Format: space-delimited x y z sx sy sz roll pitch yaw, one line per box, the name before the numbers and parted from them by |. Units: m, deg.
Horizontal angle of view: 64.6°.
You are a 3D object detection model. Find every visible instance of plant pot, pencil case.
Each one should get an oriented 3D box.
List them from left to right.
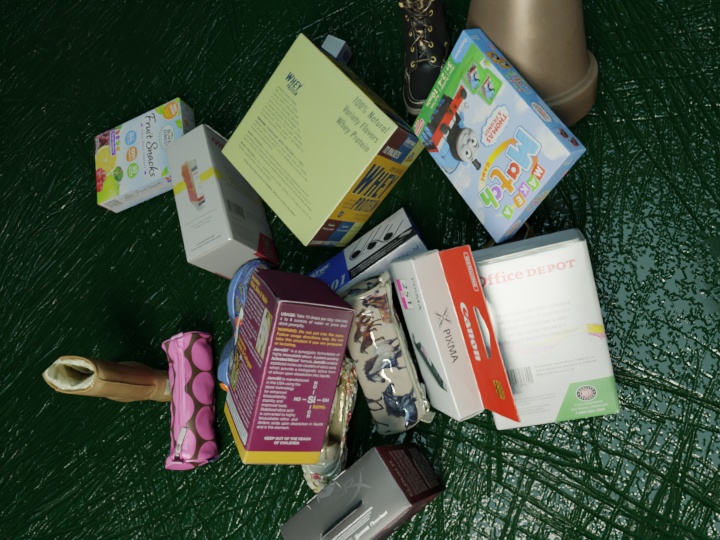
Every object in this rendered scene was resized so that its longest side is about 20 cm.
pencil case | -0.260 0.193 0.865 0.089 0.094 0.205 -15 71 15
pencil case | 0.031 0.106 0.741 0.088 0.078 0.205 -15 98 24
plant pot | 0.208 -0.298 0.723 0.195 0.177 0.203 -6 47 6

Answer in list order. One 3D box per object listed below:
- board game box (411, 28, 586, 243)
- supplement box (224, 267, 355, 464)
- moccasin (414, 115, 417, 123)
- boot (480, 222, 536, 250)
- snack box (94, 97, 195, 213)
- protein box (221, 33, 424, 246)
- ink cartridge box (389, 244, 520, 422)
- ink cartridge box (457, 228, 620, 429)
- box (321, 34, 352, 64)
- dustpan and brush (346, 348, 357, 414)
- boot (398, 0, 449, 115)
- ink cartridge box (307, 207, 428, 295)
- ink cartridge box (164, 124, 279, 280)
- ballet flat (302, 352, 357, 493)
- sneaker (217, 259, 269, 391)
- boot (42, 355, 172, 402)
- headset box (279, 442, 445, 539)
board game box | 0.155 -0.161 0.690 0.202 0.036 0.152 57 142 21
supplement box | -0.094 0.117 0.713 0.131 0.101 0.205 36 114 62
moccasin | 0.162 -0.180 0.806 0.198 0.073 0.080 19 105 24
boot | 0.155 0.012 0.758 0.074 0.075 0.201 42 96 20
snack box | -0.392 -0.208 1.041 0.196 0.053 0.146 -18 72 16
protein box | -0.050 -0.176 0.817 0.199 0.134 0.201 46 109 16
ink cartridge box | 0.104 0.077 0.678 0.043 0.173 0.205 -17 92 -13
ink cartridge box | 0.209 0.067 0.674 0.142 0.088 0.205 -13 100 18
box | -0.082 -0.291 0.948 0.041 0.039 0.203 28 88 23
dustpan and brush | -0.048 0.123 0.825 0.137 0.057 0.204 25 95 12
boot | 0.086 -0.336 0.805 0.071 0.152 0.204 1 55 19
ink cartridge box | 0.000 0.000 0.814 0.198 0.044 0.095 -35 28 11
ink cartridge box | -0.216 -0.100 0.895 0.082 0.145 0.204 -23 69 15
ballet flat | -0.048 0.207 0.761 0.074 0.064 0.206 6 92 8
sneaker | -0.157 0.085 0.854 0.077 0.074 0.206 2 85 46
boot | -0.393 0.162 0.865 0.171 0.200 0.068 -4 74 20
headset box | 0.007 0.283 0.678 0.148 0.200 0.075 -41 66 5
